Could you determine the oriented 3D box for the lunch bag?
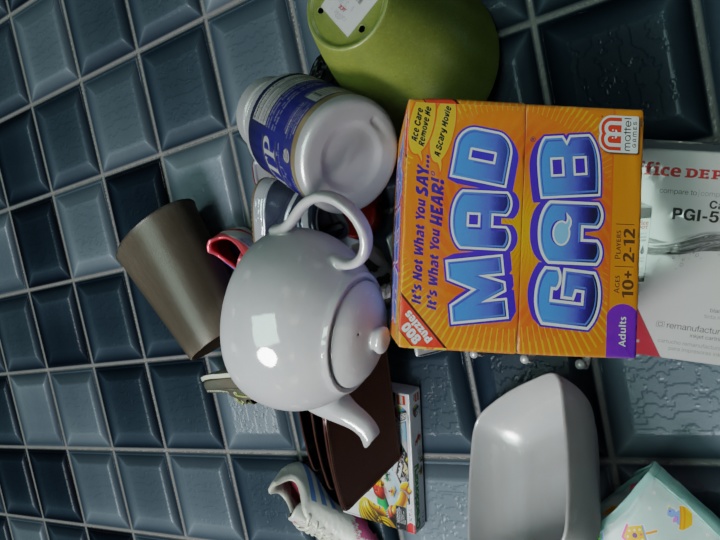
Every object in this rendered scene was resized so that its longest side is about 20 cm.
[{"bbox_3d":[0.321,0.319,0.779,0.170,0.121,0.202,44,127,20],"label":"lunch bag"}]

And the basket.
[{"bbox_3d":[-0.265,0.022,1.120,0.202,0.135,0.180,56,137,7],"label":"basket"}]

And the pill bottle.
[{"bbox_3d":[-0.058,-0.149,0.794,0.199,0.118,0.122,36,122,51],"label":"pill bottle"}]

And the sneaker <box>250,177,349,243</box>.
[{"bbox_3d":[-0.069,-0.007,0.870,0.106,0.070,0.204,9,116,27],"label":"sneaker"}]

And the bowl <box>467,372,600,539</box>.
[{"bbox_3d":[0.198,0.238,0.813,0.200,0.073,0.203,132,152,-53],"label":"bowl"}]

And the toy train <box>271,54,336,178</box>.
[{"bbox_3d":[-0.072,-0.194,0.934,0.045,0.034,0.204,-3,63,49],"label":"toy train"}]

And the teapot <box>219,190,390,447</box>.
[{"bbox_3d":[-0.037,0.051,0.733,0.143,0.200,0.201,9,71,28],"label":"teapot"}]

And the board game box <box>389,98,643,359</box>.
[{"bbox_3d":[0.131,-0.031,0.683,0.195,0.200,0.205,3,88,1],"label":"board game box"}]

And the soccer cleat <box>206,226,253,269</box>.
[{"bbox_3d":[-0.138,-0.005,1.056,0.198,0.073,0.070,28,115,27],"label":"soccer cleat"}]

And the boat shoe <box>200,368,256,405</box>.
[{"bbox_3d":[-0.167,0.177,1.119,0.198,0.072,0.062,-11,90,32],"label":"boat shoe"}]

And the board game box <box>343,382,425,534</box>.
[{"bbox_3d":[0.028,0.256,1.022,0.124,0.034,0.205,4,103,35],"label":"board game box"}]

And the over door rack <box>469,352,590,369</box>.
[{"bbox_3d":[0.188,0.011,0.836,0.145,0.066,0.205,3,102,34],"label":"over door rack"}]

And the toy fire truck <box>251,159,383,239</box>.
[{"bbox_3d":[-0.064,-0.114,0.967,0.198,0.111,0.172,-24,71,35],"label":"toy fire truck"}]

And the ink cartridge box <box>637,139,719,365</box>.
[{"bbox_3d":[0.304,-0.022,0.717,0.144,0.083,0.205,6,105,18],"label":"ink cartridge box"}]

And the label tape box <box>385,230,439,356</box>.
[{"bbox_3d":[0.068,-0.013,0.860,0.062,0.144,0.204,-15,91,5],"label":"label tape box"}]

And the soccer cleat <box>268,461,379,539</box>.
[{"bbox_3d":[-0.058,0.374,1.077,0.199,0.086,0.071,41,120,20],"label":"soccer cleat"}]

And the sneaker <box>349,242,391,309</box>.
[{"bbox_3d":[0.000,0.000,0.904,0.074,0.200,0.083,-20,73,-1],"label":"sneaker"}]

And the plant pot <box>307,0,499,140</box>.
[{"bbox_3d":[0.032,-0.252,0.778,0.183,0.199,0.192,-2,85,28],"label":"plant pot"}]

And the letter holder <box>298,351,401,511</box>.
[{"bbox_3d":[-0.034,0.178,0.921,0.099,0.141,0.204,5,112,34],"label":"letter holder"}]
